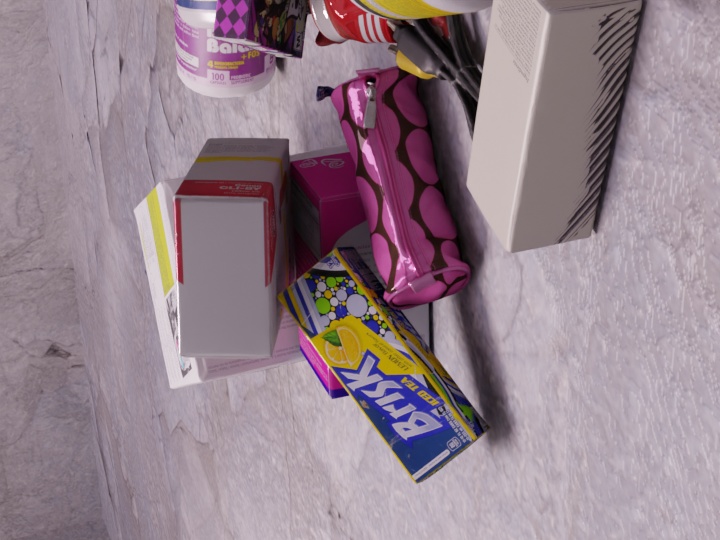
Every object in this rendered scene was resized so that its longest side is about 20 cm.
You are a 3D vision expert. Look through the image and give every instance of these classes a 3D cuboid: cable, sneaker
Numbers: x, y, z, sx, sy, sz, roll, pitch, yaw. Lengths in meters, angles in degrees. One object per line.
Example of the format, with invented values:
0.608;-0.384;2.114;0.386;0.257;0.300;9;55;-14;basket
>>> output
0.083;-0.162;1.290;0.200;0.050;0.097;49;131;37;cable
-0.004;-0.278;1.370;0.115;0.078;0.200;17;143;44;sneaker

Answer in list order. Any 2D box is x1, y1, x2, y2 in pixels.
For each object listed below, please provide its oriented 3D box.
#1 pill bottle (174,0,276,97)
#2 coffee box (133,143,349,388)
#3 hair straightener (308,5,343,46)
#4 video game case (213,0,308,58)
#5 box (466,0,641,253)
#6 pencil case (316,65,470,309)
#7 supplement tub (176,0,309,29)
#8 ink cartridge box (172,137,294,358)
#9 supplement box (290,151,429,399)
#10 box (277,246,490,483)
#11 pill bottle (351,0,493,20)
-0.146;-0.297;1.779;0.112;0.112;0.201;-120;25;-47;pill bottle
-0.106;0.001;1.686;0.198;0.199;0.201;157;101;-74;coffee box
-0.017;-0.286;1.490;0.200;0.041;0.077;114;141;-63;hair straightener
-0.077;-0.295;1.460;0.181;0.036;0.201;-7;-75;-76;video game case
0.125;-0.114;1.099;0.200;0.068;0.082;96;157;-44;box
0.032;-0.071;1.387;0.094;0.090;0.201;103;151;-80;pencil case
-0.116;-0.345;1.600;0.145;0.144;0.201;-141;44;-65;supplement tub
-0.108;-0.026;1.458;0.200;0.083;0.146;-81;-9;-71;ink cartridge box
0.000;0.000;1.514;0.103;0.101;0.201;-127;32;-58;supplement box
0.020;0.079;1.404;0.200;0.070;0.064;53;-166;8;box
0.057;-0.237;1.166;0.200;0.114;0.115;-160;61;-71;pill bottle
